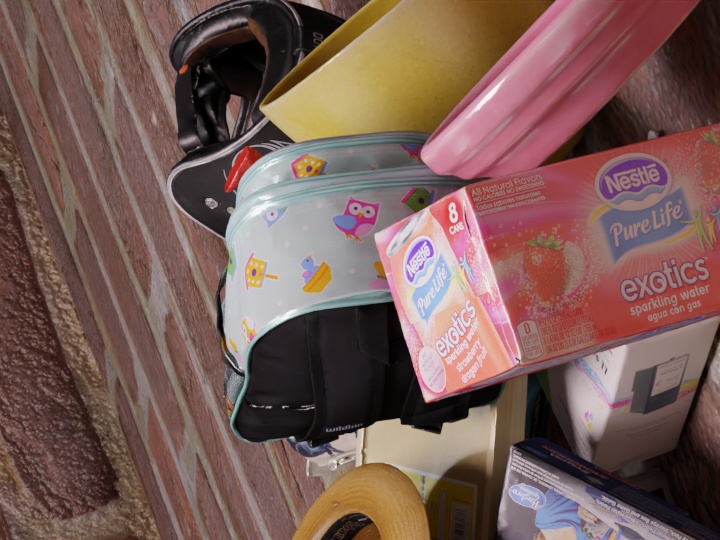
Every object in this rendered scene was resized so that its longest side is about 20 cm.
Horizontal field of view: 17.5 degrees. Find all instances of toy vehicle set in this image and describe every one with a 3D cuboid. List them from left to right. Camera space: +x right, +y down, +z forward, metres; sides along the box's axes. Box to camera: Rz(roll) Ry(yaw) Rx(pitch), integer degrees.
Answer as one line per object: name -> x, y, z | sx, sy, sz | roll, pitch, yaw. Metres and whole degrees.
toy vehicle set -> 0.046, 0.153, 1.463 | 0.124, 0.026, 0.202 | 11, 99, 48

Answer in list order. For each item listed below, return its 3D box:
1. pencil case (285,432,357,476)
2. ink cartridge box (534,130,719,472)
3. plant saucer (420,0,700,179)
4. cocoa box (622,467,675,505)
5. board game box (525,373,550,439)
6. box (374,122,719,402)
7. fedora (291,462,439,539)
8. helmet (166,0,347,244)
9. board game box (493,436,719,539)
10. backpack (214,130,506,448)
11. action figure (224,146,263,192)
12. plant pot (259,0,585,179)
pencil case -> 0.020, 0.087, 1.591 | 0.200, 0.077, 0.090 | -17, 83, 58
ink cartridge box -> 0.155, 0.022, 1.407 | 0.201, 0.067, 0.118 | 96, 153, -55
plant saucer -> 0.116, -0.116, 1.219 | 0.051, 0.201, 0.200 | 43, 164, -3
cocoa box -> 0.141, 0.248, 1.494 | 0.131, 0.133, 0.201 | -24, 81, 45
board game box -> 0.072, 0.165, 1.642 | 0.047, 0.200, 0.152 | 23, 144, 16
box -> 0.123, -0.008, 1.210 | 0.102, 0.199, 0.095 | -26, 80, 60
fedora -> 0.014, 0.218, 1.403 | 0.200, 0.081, 0.202 | -37, 46, 51
helmet -> -0.052, -0.101, 1.789 | 0.190, 0.200, 0.200 | 38, -165, -44
board game box -> 0.143, 0.232, 1.369 | 0.199, 0.062, 0.201 | 27, 100, 19
backpack -> 0.004, 0.006, 1.325 | 0.200, 0.174, 0.155 | 105, 159, -73
action figure -> 0.000, 0.000, 1.475 | 0.099, 0.199, 0.065 | -60, 25, 27
plant pot -> 0.057, -0.110, 1.449 | 0.142, 0.200, 0.200 | 51, 167, -8
